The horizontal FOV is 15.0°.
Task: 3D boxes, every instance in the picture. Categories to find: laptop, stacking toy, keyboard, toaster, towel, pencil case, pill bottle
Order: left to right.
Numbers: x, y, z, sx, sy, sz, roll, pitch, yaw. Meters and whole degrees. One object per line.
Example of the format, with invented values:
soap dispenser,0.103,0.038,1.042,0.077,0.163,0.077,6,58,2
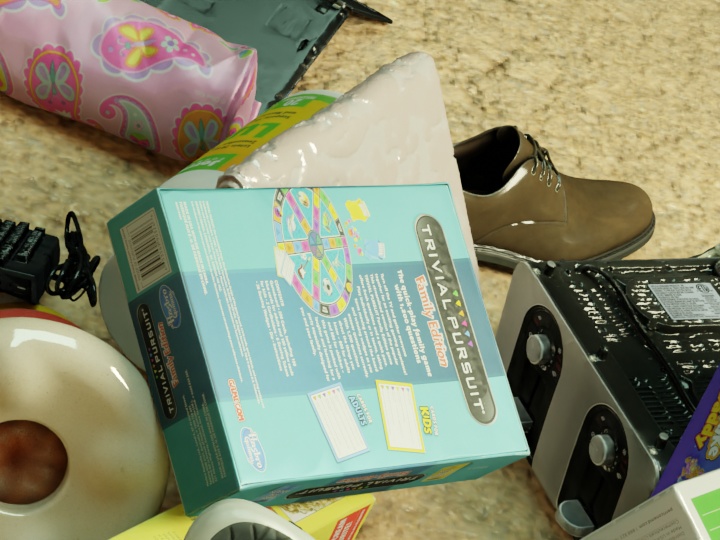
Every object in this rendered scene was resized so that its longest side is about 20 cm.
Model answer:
keyboard,-0.184,-0.019,1.464,0.104,0.040,0.200,19,6,-6
stacking toy,-0.172,0.065,1.390,0.145,0.147,0.200,13,17,-11
pencil case,-0.157,-0.129,1.668,0.199,0.088,0.088,21,35,-1
laptop,-0.098,-0.166,1.810,0.177,0.103,0.200,29,61,12
pill bottle,-0.060,-0.017,1.539,0.111,0.111,0.200,31,36,14
towel,0.000,0.000,1.500,0.032,0.192,0.200,0,23,33
toaster,0.185,0.082,1.527,0.199,0.119,0.181,-2,42,-29

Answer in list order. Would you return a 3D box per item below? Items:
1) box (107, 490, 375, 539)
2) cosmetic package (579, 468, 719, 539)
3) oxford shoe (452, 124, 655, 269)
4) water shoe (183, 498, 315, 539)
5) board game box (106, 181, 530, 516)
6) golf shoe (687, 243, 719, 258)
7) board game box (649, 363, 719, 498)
box,-0.084,0.151,1.335,0.050,0.075,0.200,44,40,20
cosmetic package,0.189,0.196,1.279,0.107,0.085,0.201,-14,73,-50
oxford shoe,0.104,-0.045,1.688,0.199,0.085,0.073,0,38,-30
water shoe,-0.031,0.163,1.295,0.200,0.071,0.079,49,1,-39
board game box,-0.019,0.035,1.362,0.199,0.047,0.152,-2,71,-44
golf shoe,0.202,0.014,1.657,0.199,0.088,0.077,-5,44,-30
board game box,0.226,0.112,1.414,0.134,0.201,0.045,31,-7,-29
